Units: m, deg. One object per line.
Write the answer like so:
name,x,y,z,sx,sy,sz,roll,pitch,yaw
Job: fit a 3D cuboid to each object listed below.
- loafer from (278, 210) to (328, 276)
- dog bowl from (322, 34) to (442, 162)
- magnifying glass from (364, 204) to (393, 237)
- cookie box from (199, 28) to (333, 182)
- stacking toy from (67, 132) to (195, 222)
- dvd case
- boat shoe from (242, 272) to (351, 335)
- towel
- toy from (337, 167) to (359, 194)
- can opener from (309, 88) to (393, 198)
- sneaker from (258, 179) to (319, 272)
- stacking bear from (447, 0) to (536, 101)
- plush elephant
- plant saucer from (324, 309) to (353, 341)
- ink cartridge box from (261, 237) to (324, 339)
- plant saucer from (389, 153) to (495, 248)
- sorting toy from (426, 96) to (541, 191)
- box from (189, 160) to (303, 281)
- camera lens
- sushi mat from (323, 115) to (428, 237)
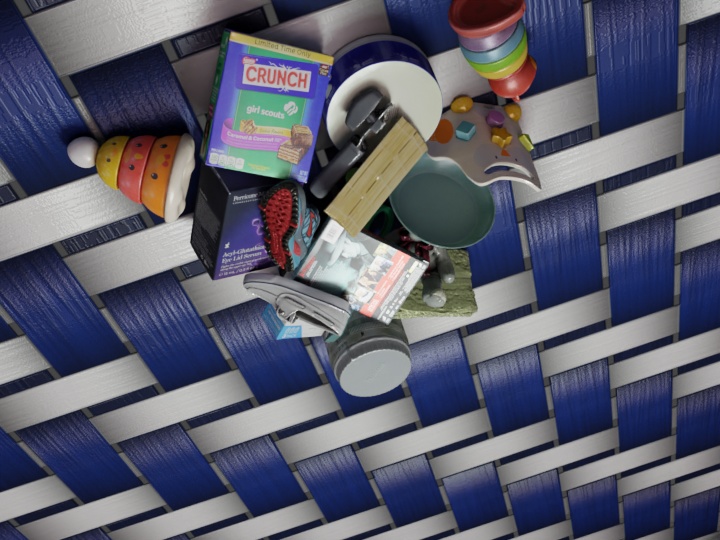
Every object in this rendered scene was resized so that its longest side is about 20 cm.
loafer,-0.081,-0.036,1.663,0.071,0.063,0.200,24,123,-31
dog bowl,0.032,-0.277,1.451,0.197,0.079,0.202,-8,135,-8
magnifying glass,-0.007,-0.054,1.617,0.200,0.022,0.080,-40,145,-35
cookie box,-0.147,-0.253,1.372,0.169,0.075,0.202,8,103,-23
stacking toy,-0.373,-0.167,1.426,0.197,0.147,0.147,12,131,-6
dvd case,0.000,0.000,1.546,0.198,0.022,0.147,24,116,-19
boat shoe,-0.116,0.059,1.540,0.198,0.066,0.074,16,159,8
towel,0.130,0.023,1.731,0.197,0.150,0.036,0,161,-19
toy,-0.005,-0.139,1.543,0.115,0.047,0.200,-41,172,-4
can opener,-0.022,-0.206,1.425,0.067,0.053,0.200,42,117,-6
sneaker,-0.111,-0.091,1.456,0.096,0.079,0.201,-48,164,-31
stacking bear,0.223,-0.355,1.416,0.113,0.122,0.200,-29,142,10
plush elephant,0.110,-0.056,1.622,0.163,0.201,0.156,19,132,14
plant saucer,-0.013,0.043,1.667,0.019,0.202,0.070,29,155,-8
ink cartridge box,-0.085,0.034,1.644,0.114,0.068,0.201,-3,136,-43
plant saucer,0.140,-0.118,1.564,0.197,0.202,0.036,0,150,-16
sorting toy,0.230,-0.198,1.514,0.198,0.181,0.108,4,133,-20
box,-0.196,-0.100,1.510,0.147,0.105,0.201,-15,141,-31
camera lens,0.006,0.123,1.742,0.158,0.201,0.161,-10,139,-9
sushi mat,0.027,-0.151,1.444,0.201,0.012,0.096,-51,137,-3
